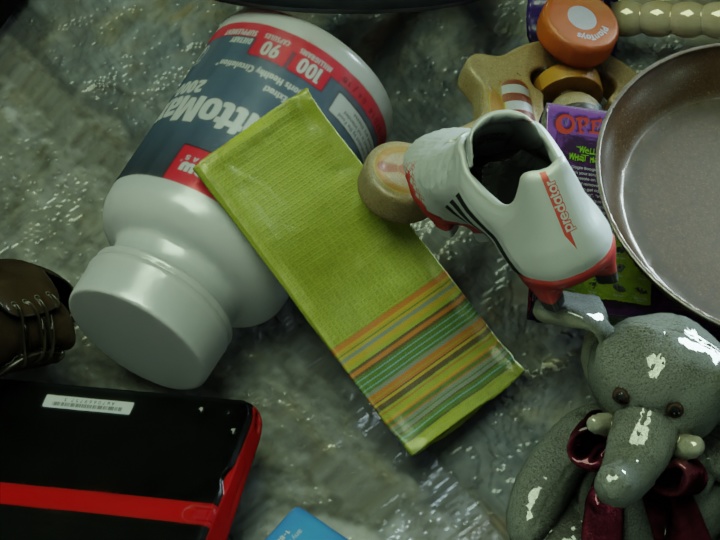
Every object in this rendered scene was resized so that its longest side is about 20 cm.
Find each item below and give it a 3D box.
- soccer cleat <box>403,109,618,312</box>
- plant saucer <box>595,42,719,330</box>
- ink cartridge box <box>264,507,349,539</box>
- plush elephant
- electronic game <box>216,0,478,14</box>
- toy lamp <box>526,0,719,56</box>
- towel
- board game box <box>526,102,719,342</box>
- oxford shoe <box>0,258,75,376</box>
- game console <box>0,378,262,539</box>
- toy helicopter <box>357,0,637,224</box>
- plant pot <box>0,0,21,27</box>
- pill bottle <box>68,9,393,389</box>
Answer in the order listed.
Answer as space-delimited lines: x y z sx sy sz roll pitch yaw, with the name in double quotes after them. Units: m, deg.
0.070 -0.050 1.435 0.068 0.086 0.200 -25 28 -9 "soccer cleat"
0.217 -0.034 1.475 0.199 0.032 0.201 5 52 -7 "plant saucer"
0.004 0.234 1.402 0.199 0.085 0.146 30 67 32 "ink cartridge box"
0.149 0.092 1.418 0.164 0.155 0.201 9 58 21 "plush elephant"
-0.014 -0.180 1.679 0.198 0.042 0.200 2 17 0 "electronic game"
0.196 -0.145 1.646 0.199 0.058 0.059 5 56 16 "toy lamp"
0.000 0.000 1.541 0.086 0.018 0.200 -36 86 -27 "towel"
0.191 -0.019 1.513 0.198 0.032 0.121 8 71 -5 "board game box"
-0.204 0.027 1.566 0.084 0.073 0.200 4 14 10 "oxford shoe"
-0.166 0.135 1.517 0.199 0.031 0.178 4 47 17 "game console"
0.087 -0.065 1.575 0.199 0.079 0.133 -23 64 -31 "toy helicopter"
-0.320 -0.215 1.768 0.199 0.200 0.178 8 69 21 "plant pot"
-0.076 -0.038 1.603 0.119 0.120 0.201 17 61 26 "pill bottle"
